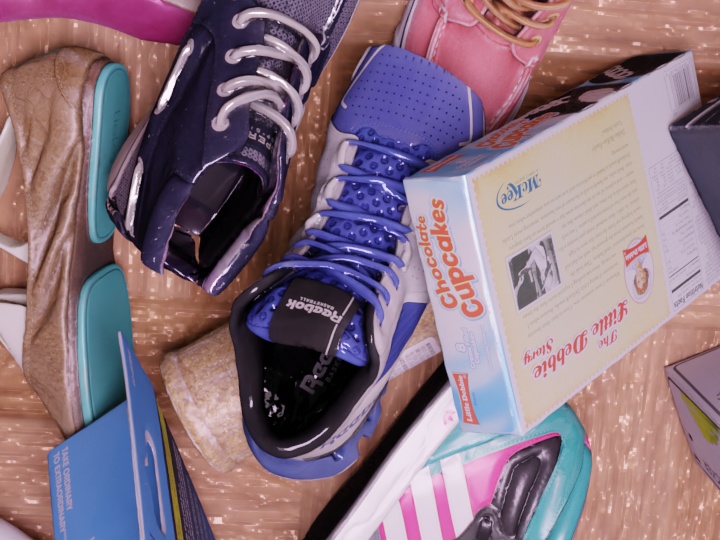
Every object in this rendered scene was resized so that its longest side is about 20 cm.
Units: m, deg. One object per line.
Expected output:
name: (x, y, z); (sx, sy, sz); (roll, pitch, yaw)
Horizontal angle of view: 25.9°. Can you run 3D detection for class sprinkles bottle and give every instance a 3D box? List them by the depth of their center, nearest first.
sprinkles bottle: (0.002, 0.024, 0.770); (0.199, 0.068, 0.069); (-30, 105, 2)

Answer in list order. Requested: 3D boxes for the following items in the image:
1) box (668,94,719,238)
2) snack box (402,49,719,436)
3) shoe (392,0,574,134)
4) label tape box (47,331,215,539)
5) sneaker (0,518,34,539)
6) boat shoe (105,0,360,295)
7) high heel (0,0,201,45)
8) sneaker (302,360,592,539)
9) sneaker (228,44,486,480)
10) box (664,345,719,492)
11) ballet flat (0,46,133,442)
box: (0.281, -0.061, 0.687); (0.196, 0.200, 0.125); (-34, 104, -14)
snack box: (0.103, -0.019, 0.720); (0.037, 0.200, 0.117); (-1, 110, 41)
shoe: (0.068, -0.134, 0.726); (0.071, 0.091, 0.201); (19, 101, -10)
label tape box: (-0.101, 0.149, 0.711); (0.066, 0.144, 0.201); (-16, 136, 0)
sneaker: (-0.222, 0.213, 0.789); (0.099, 0.075, 0.201); (34, 98, -11)
boat shoe: (-0.041, -0.082, 0.676); (0.074, 0.093, 0.201); (20, 107, -27)
high heel: (-0.147, -0.122, 0.730); (0.199, 0.068, 0.096); (18, 124, -20)
sneaker: (0.048, 0.139, 0.799); (0.121, 0.084, 0.200); (38, 96, -4)
sneaker: (0.000, 0.001, 0.680); (0.080, 0.115, 0.201); (21, 88, 5)
box: (0.265, 0.054, 0.780); (0.199, 0.117, 0.061); (-22, 105, 1)
ballet flat: (-0.149, -0.007, 0.755); (0.072, 0.068, 0.202); (4, 104, 14)
